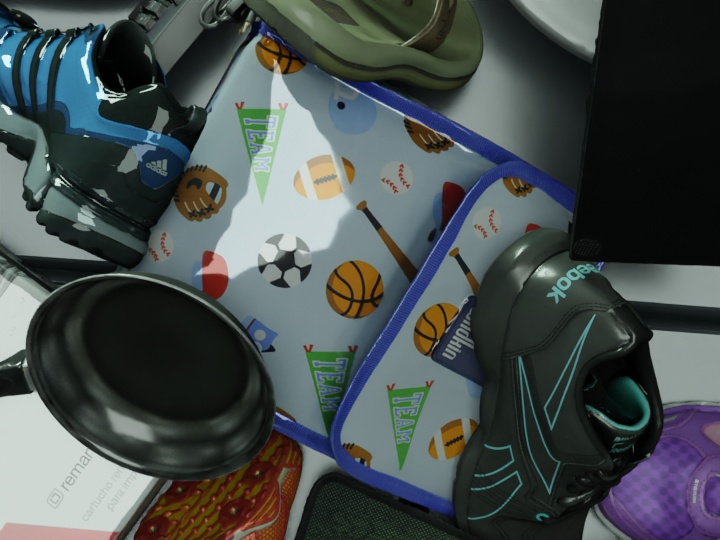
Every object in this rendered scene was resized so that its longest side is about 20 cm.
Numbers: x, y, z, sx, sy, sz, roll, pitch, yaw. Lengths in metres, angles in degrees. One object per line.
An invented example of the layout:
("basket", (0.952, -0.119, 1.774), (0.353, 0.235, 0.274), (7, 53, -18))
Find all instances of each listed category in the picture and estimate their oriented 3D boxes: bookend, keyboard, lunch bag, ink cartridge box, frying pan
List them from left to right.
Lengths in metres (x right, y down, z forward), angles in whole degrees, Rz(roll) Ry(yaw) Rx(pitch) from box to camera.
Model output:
("ink cartridge box", (-0.191, 0.065, 1.006), (0.200, 0.084, 0.144), (36, 89, 2))
("frying pan", (-0.118, 0.056, 0.939), (0.190, 0.031, 0.115), (-22, 117, 33))
("keyboard", (-0.044, -0.169, 1.000), (0.021, 0.127, 0.200), (39, 88, -29))
("lunch bag", (0.000, 0.000, 0.992), (0.200, 0.124, 0.170), (30, 93, -8))
("bookend", (0.139, -0.142, 0.906), (0.092, 0.199, 0.200), (2, 44, 0))

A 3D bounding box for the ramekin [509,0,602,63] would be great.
("ramekin", (0.148, -0.184, 1.012), (0.202, 0.094, 0.203), (0, 88, 0))

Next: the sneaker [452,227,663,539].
("sneaker", (0.091, 0.079, 0.962), (0.075, 0.200, 0.079), (-32, 48, -31))

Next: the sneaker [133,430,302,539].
("sneaker", (-0.072, 0.165, 0.998), (0.073, 0.077, 0.200), (-1, 54, 35))

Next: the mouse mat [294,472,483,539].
("mouse mat", (0.040, 0.201, 0.985), (0.200, 0.008, 0.161), (22, 104, 23))

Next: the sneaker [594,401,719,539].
("sneaker", (0.210, 0.112, 1.005), (0.199, 0.088, 0.081), (11, 89, 1))

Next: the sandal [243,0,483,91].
("sandal", (0.014, -0.123, 0.959), (0.080, 0.201, 0.057), (35, 107, 12))

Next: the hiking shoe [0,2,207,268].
("hiking shoe", (-0.128, -0.081, 0.976), (0.087, 0.074, 0.200), (-52, 45, 10))
